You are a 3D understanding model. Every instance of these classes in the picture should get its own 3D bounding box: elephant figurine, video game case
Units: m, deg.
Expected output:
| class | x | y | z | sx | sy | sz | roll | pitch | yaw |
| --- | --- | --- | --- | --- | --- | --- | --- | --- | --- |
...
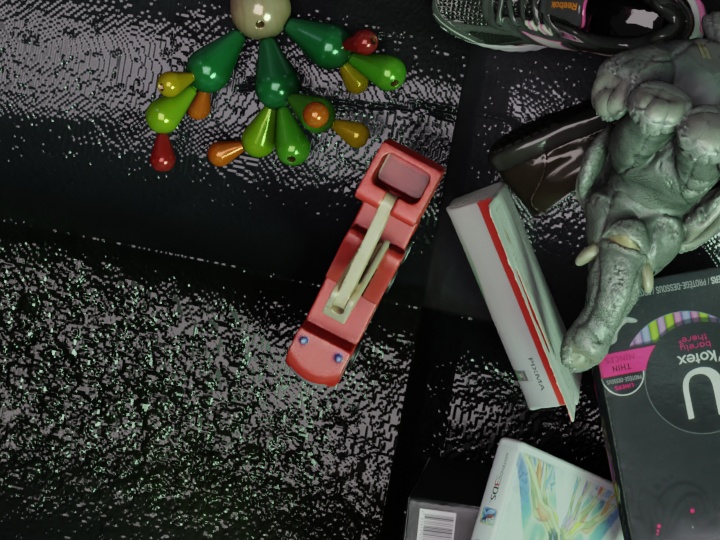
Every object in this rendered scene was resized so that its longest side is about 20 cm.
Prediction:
| class | x | y | z | sx | sy | sz | roll | pitch | yaw |
| --- | --- | --- | --- | --- | --- | --- | --- | --- | --- |
| elephant figurine | 0.197 | -0.053 | 1.474 | 0.142 | 0.155 | 0.200 | 54 | 140 | 36 |
| video game case | 0.130 | 0.229 | 1.537 | 0.022 | 0.200 | 0.183 | 11 | 81 | 36 |

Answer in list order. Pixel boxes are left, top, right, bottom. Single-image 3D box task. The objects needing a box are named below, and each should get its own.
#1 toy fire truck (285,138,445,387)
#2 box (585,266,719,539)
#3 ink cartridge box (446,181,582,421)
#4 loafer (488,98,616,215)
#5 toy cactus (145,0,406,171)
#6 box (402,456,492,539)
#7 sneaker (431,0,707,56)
| class | x | y | z | sx | sy | sz | roll | pitch | yaw |
| --- | --- | --- | --- | --- | --- | --- | --- | --- | --- |
| toy fire truck | 0.000 | 0.000 | 1.562 | 0.049 | 0.141 | 0.201 | 27 | 100 | 3 |
| box | 0.235 | 0.109 | 1.533 | 0.122 | 0.106 | 0.201 | -11 | 77 | 3 |
| ink cartridge box | 0.108 | 0.025 | 1.523 | 0.050 | 0.200 | 0.161 | -22 | 94 | 11 |
| loafer | 0.196 | -0.098 | 1.569 | 0.199 | 0.073 | 0.072 | -21 | 104 | 14 |
| toy cactus | -0.073 | -0.158 | 1.584 | 0.199 | 0.102 | 0.166 | -12 | 86 | 17 |
| box | 0.068 | 0.254 | 1.588 | 0.079 | 0.141 | 0.201 | 7 | 98 | 5 |
| sneaker | 0.147 | -0.195 | 1.542 | 0.199 | 0.086 | 0.081 | 4 | 97 | 14 |
